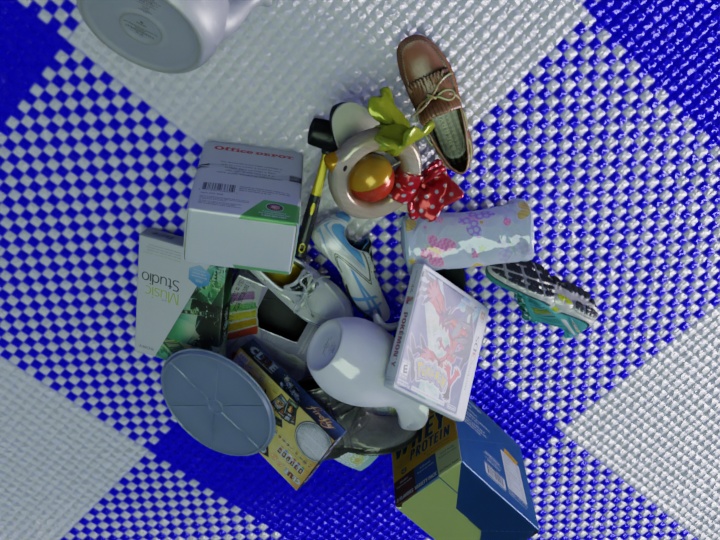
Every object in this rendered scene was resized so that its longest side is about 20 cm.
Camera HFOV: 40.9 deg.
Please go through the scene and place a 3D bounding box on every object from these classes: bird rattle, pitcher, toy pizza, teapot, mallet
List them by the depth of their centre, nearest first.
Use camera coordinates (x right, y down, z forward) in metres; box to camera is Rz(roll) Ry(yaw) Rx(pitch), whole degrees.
[{"bbox_3d":[-0.247,-0.354,1.192,0.196,0.147,0.200,2,151,31],"label":"teapot"},{"bbox_3d":[0.035,-0.134,1.274,0.162,0.113,0.201,-26,140,-3],"label":"bird rattle"},{"bbox_3d":[-0.070,-0.117,1.361,0.065,0.041,0.201,21,103,-11],"label":"mallet"},{"bbox_3d":[0.030,0.123,1.415,0.199,0.121,0.173,29,76,-33],"label":"pitcher"},{"bbox_3d":[-0.212,0.195,1.454,0.199,0.032,0.201,14,127,19],"label":"toy pizza"}]

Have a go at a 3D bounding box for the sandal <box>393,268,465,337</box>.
[{"bbox_3d":[0.109,0.066,1.488,0.075,0.048,0.201,16,118,-10],"label":"sandal"}]

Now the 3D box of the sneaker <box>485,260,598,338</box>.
[{"bbox_3d":[0.269,0.046,1.469,0.199,0.078,0.080,29,124,-17],"label":"sneaker"}]

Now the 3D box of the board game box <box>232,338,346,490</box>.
[{"bbox_3d":[-0.130,0.220,1.464,0.200,0.035,0.136,43,126,11],"label":"board game box"}]

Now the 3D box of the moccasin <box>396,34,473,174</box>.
[{"bbox_3d":[0.102,-0.222,1.305,0.073,0.078,0.202,-16,119,5],"label":"moccasin"}]

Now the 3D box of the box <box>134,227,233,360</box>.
[{"bbox_3d":[-0.266,0.048,1.446,0.143,0.036,0.201,15,117,14],"label":"box"}]

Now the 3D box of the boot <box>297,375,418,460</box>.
[{"bbox_3d":[-0.002,0.217,1.492,0.198,0.070,0.133,-8,112,-17],"label":"boot"}]

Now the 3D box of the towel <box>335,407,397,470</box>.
[{"bbox_3d":[-0.005,0.217,1.553,0.171,0.048,0.200,34,102,-26],"label":"towel"}]

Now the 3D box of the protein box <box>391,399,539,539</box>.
[{"bbox_3d":[0.163,0.328,1.552,0.135,0.200,0.198,-39,114,19],"label":"protein box"}]

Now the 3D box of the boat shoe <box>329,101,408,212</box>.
[{"bbox_3d":[0.013,-0.158,1.323,0.074,0.063,0.201,-46,131,-2],"label":"boat shoe"}]

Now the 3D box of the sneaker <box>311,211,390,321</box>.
[{"bbox_3d":[0.000,0.000,1.439,0.072,0.072,0.201,-30,120,5],"label":"sneaker"}]

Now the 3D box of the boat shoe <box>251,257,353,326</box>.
[{"bbox_3d":[-0.088,0.018,1.394,0.202,0.086,0.075,41,86,-12],"label":"boat shoe"}]

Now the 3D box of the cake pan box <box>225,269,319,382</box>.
[{"bbox_3d":[-0.140,0.098,1.502,0.183,0.052,0.201,23,118,-16],"label":"cake pan box"}]

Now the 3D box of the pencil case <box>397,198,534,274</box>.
[{"bbox_3d":[0.156,-0.049,1.405,0.198,0.083,0.091,-7,101,2],"label":"pencil case"}]

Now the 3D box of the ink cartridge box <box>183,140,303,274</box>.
[{"bbox_3d":[-0.154,-0.090,1.309,0.145,0.201,0.085,7,123,-5],"label":"ink cartridge box"}]

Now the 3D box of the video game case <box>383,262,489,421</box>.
[{"bbox_3d":[0.116,0.109,1.415,0.023,0.184,0.200,3,161,39],"label":"video game case"}]
